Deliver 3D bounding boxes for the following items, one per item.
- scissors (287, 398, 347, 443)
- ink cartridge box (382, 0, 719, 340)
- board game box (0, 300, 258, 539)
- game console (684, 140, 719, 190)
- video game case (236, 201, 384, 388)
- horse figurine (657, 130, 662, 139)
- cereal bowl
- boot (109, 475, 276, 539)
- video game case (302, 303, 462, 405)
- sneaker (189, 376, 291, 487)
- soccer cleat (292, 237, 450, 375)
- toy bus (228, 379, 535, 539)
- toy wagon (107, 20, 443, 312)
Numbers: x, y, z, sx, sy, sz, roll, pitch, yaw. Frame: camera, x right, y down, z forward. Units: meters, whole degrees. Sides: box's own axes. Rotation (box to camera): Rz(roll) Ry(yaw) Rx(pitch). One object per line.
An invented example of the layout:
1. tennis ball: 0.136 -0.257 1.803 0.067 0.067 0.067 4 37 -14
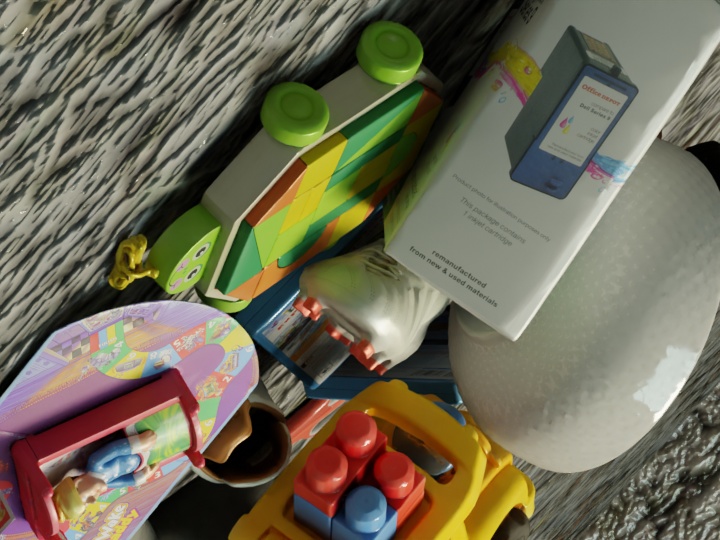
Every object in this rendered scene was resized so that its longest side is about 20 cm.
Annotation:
1. scissors: -0.060 0.122 1.649 0.200 0.014 0.073 -41 167 -26
2. ink cartridge box: 0.098 -0.082 1.262 0.200 0.087 0.145 -54 -173 11
3. board game box: -0.128 0.102 1.228 0.158 0.039 0.200 15 121 -50
4. game console: 0.161 0.001 1.616 0.199 0.176 0.117 -18 133 -8
5. video game case: 0.000 0.000 1.446 0.143 0.018 0.200 -45 166 -2
6. horse figurine: 0.160 -0.052 1.541 0.132 0.200 0.050 -23 120 -9
7. cereal bowl: 0.113 0.008 1.384 0.083 0.200 0.200 23 119 -29
8. boot: -0.129 0.150 1.419 0.182 0.073 0.200 -37 159 -8
9. video game case: 0.079 0.045 1.607 0.143 0.018 0.200 -1 -163 47
10. sneaker: -0.076 0.096 1.389 0.073 0.085 0.200 -48 167 0
11. soccer cleat: 0.012 0.010 1.321 0.078 0.069 0.200 -51 172 -1
12. toy bus: 0.012 0.132 1.407 0.200 0.135 0.192 -47 158 -30
13. toy wagon: -0.041 -0.037 1.211 0.200 0.040 0.155 -36 163 -36
